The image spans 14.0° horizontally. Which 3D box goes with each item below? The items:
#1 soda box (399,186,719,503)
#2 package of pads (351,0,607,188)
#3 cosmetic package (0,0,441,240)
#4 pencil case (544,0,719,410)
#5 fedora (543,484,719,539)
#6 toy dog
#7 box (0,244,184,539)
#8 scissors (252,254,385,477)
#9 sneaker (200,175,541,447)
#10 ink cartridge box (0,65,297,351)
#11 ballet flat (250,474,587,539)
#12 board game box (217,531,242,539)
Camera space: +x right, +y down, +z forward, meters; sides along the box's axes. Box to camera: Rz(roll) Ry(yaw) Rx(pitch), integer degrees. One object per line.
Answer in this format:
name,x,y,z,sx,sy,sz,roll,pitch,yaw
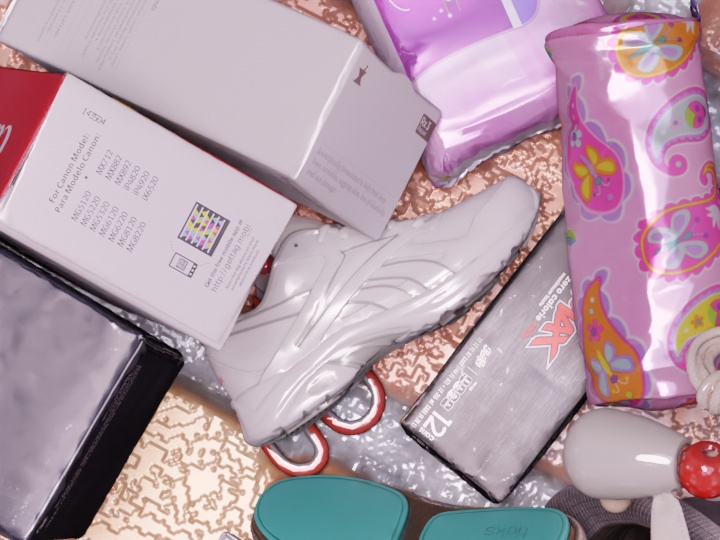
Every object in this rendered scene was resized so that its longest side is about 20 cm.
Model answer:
soda box,0.107,0.024,1.534,0.071,0.063,0.200,38,87,4
package of pads,0.054,-0.156,1.547,0.120,0.076,0.201,-24,84,-2
cosmetic package,-0.071,-0.100,1.496,0.199,0.113,0.081,27,87,30
pencil case,0.142,-0.031,1.464,0.087,0.087,0.202,-7,88,1
fedora,0.187,0.175,1.487,0.090,0.178,0.200,-28,46,-33
toy dog,0.196,0.126,1.368,0.131,0.097,0.200,-30,45,-26
box,-0.208,0.040,1.475,0.199,0.198,0.124,30,88,5
scissors,-0.054,0.011,1.565,0.073,0.014,0.201,-27,86,1
sneaker,0.000,0.000,1.521,0.199,0.078,0.100,-35,85,-3
ink cartridge box,-0.147,-0.045,1.456,0.175,0.200,0.084,30,86,-18
ballet flat,0.032,0.153,1.511,0.199,0.067,0.068,7,49,35
board game box,-0.021,0.243,1.528,0.199,0.035,0.127,33,86,7
